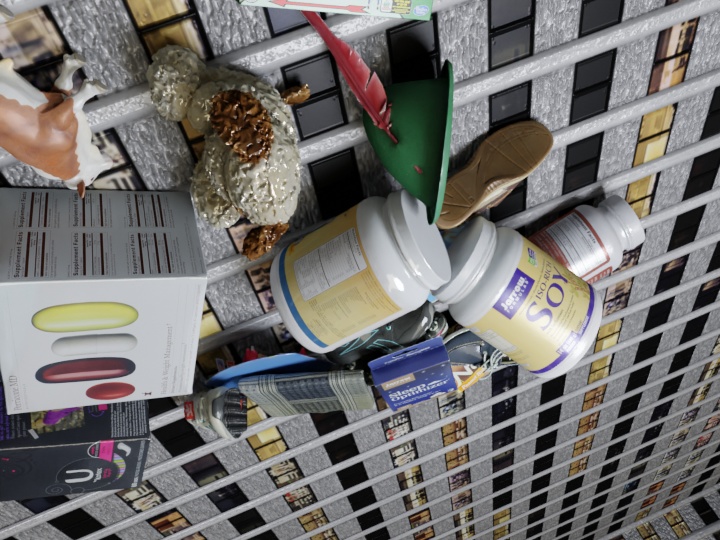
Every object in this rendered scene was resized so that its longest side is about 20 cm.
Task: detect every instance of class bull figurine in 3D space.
[{"bbox_3d":[-0.305,-0.151,0.539,0.198,0.066,0.122,26,113,-43],"label":"bull figurine"}]

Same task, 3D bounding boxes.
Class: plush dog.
[{"bbox_3d":[-0.105,-0.115,0.587,0.156,0.174,0.203,-18,136,-8],"label":"plush dog"}]

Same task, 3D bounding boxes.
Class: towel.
[{"bbox_3d":[-0.076,0.189,0.926,0.186,0.036,0.201,-6,155,3],"label":"towel"}]

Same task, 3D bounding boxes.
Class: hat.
[{"bbox_3d":[0.008,-0.161,0.662,0.170,0.166,0.207,5,91,-1],"label":"hat"}]

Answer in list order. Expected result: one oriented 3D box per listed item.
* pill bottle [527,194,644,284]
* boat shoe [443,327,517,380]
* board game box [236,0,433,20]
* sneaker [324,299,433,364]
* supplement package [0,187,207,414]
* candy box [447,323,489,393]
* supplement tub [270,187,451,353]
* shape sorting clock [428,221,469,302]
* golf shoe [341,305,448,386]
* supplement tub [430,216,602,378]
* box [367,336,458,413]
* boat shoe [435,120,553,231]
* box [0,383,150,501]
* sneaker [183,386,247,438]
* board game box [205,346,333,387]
[{"bbox_3d":[0.329,-0.028,0.924,0.197,0.114,0.113,-32,137,7],"label":"pill bottle"},{"bbox_3d":[0.223,0.134,0.985,0.194,0.063,0.076,-2,134,-17],"label":"boat shoe"},{"bbox_3d":[-0.015,-0.309,0.540,0.194,0.029,0.138,-5,125,-21],"label":"board game box"},{"bbox_3d":[0.015,0.085,0.881,0.196,0.077,0.079,-24,136,23],"label":"sneaker"},{"bbox_3d":[-0.286,0.032,0.660,0.194,0.149,0.195,-2,132,-25],"label":"supplement package"},{"bbox_3d":[0.223,0.123,1.058,0.198,0.056,0.115,-35,134,10],"label":"candy box"},{"bbox_3d":[0.000,0.000,0.743,0.197,0.148,0.144,-27,139,22],"label":"supplement tub"},{"bbox_3d":[0.078,-0.011,0.873,0.194,0.040,0.204,-14,135,-14],"label":"shape sorting clock"},{"bbox_3d":[0.063,0.141,0.987,0.197,0.078,0.088,-32,145,8],"label":"golf shoe"},{"bbox_3d":[0.208,0.035,0.807,0.197,0.146,0.147,33,118,-8],"label":"supplement tub"},{"bbox_3d":[0.086,0.168,0.929,0.118,0.033,0.201,-20,149,4],"label":"box"},{"bbox_3d":[0.171,-0.121,0.798,0.199,0.072,0.072,-41,168,-5],"label":"boat shoe"},{"bbox_3d":[-0.402,0.233,0.826,0.195,0.107,0.124,3,130,-27],"label":"box"},{"bbox_3d":[-0.220,0.211,0.876,0.090,0.073,0.200,-2,168,-4],"label":"sneaker"},{"bbox_3d":[-0.135,0.139,0.899,0.154,0.040,0.199,-22,157,19],"label":"board game box"}]
